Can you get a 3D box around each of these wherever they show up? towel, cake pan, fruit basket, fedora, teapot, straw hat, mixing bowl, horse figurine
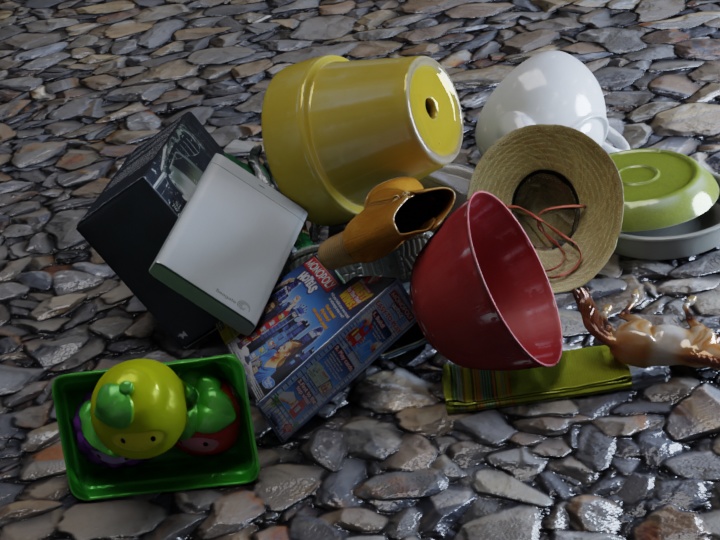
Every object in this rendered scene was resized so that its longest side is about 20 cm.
[{"bbox_3d":[0.186,0.111,1.587,0.198,0.018,0.086,-8,28,3],"label":"towel"},{"bbox_3d":[0.377,-0.070,1.846,0.198,0.037,0.201,-8,28,4],"label":"cake pan"},{"bbox_3d":[-0.208,0.152,1.482,0.213,0.157,0.216,-8,12,2],"label":"fruit basket"},{"bbox_3d":[0.101,-0.083,1.859,0.176,0.091,0.199,-11,25,-43],"label":"fedora"},{"bbox_3d":[0.261,-0.183,1.978,0.200,0.198,0.146,-39,64,-13],"label":"teapot"},{"bbox_3d":[0.222,-0.070,1.797,0.199,0.203,0.085,-6,-4,7],"label":"straw hat"},{"bbox_3d":[0.122,0.029,1.580,0.108,0.201,0.201,-26,20,23],"label":"mixing bowl"},{"bbox_3d":[0.321,0.067,1.578,0.198,0.050,0.133,7,29,4],"label":"horse figurine"}]

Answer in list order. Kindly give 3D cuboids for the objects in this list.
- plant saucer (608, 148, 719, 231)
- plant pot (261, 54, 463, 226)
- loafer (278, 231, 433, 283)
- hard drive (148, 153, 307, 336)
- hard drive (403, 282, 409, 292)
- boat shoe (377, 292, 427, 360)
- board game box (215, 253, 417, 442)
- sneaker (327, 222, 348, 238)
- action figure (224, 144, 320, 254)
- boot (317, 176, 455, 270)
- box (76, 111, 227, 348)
[{"bbox_3d":[0.345,-0.107,1.854,0.198,0.031,0.201,-7,28,4],"label":"plant saucer"},{"bbox_3d":[0.013,-0.170,1.778,0.188,0.202,0.201,-13,22,33],"label":"plant pot"},{"bbox_3d":[0.000,0.000,1.746,0.198,0.076,0.070,-8,-4,3],"label":"loafer"},{"bbox_3d":[-0.146,-0.033,1.687,0.131,0.027,0.201,33,44,-10],"label":"hard drive"},{"bbox_3d":[-0.001,0.022,1.799,0.199,0.033,0.139,-25,31,-26],"label":"hard drive"},{"bbox_3d":[0.085,0.042,1.687,0.199,0.075,0.062,-23,28,-21],"label":"boat shoe"},{"bbox_3d":[-0.043,0.065,1.630,0.199,0.062,0.200,-34,30,-2],"label":"board game box"},{"bbox_3d":[0.001,-0.100,1.978,0.072,0.083,0.200,2,31,18],"label":"sneaker"},{"bbox_3d":[-0.087,-0.062,1.823,0.118,0.055,0.201,9,47,-48],"label":"action figure"},{"bbox_3d":[0.055,-0.064,1.621,0.143,0.071,0.201,-21,12,44],"label":"boot"},{"bbox_3d":[-0.211,-0.051,1.798,0.123,0.200,0.197,-32,18,26],"label":"box"}]
